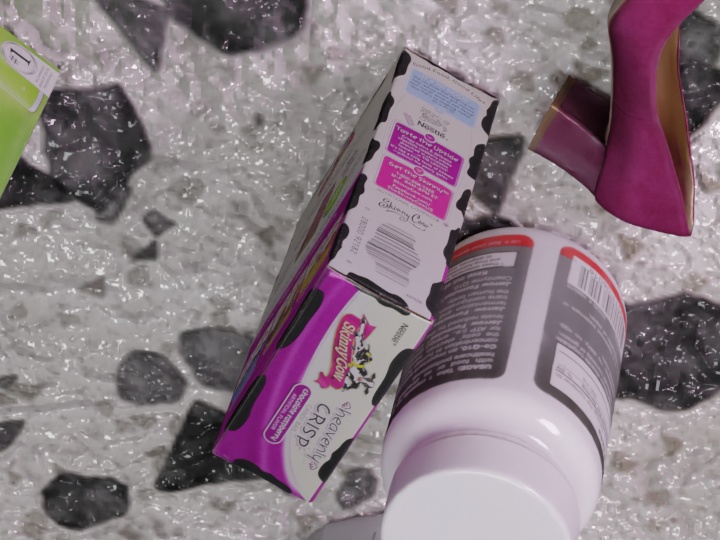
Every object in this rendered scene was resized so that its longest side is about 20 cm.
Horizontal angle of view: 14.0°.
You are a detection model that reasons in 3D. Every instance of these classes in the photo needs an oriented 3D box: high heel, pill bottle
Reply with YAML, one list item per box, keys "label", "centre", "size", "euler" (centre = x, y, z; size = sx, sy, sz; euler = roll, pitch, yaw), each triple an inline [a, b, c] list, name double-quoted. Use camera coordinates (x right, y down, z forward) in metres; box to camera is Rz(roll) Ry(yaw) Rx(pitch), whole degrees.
- label: "high heel"
  centre: [0.161, -0.101, 1.432]
  size: [0.096, 0.068, 0.200]
  euler: [31, 141, 2]
- label: "pill bottle"
  centre: [0.072, 0.078, 1.495]
  size: [0.113, 0.200, 0.115]
  euler: [6, 126, 8]

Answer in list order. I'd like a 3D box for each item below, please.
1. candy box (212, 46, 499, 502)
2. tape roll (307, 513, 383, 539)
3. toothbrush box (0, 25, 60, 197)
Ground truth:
- label: "candy box"
  centre: [0.000, 0.000, 1.456]
  size: [0.061, 0.200, 0.137]
  euler: [27, 127, -7]
- label: "tape roll"
  centre: [0.033, 0.238, 1.698]
  size: [0.201, 0.071, 0.204]
  euler: [6, 126, 8]
- label: "toothbrush box"
  centre: [-0.269, -0.098, 1.480]
  size: [0.200, 0.146, 0.086]
  euler: [37, 125, -13]
